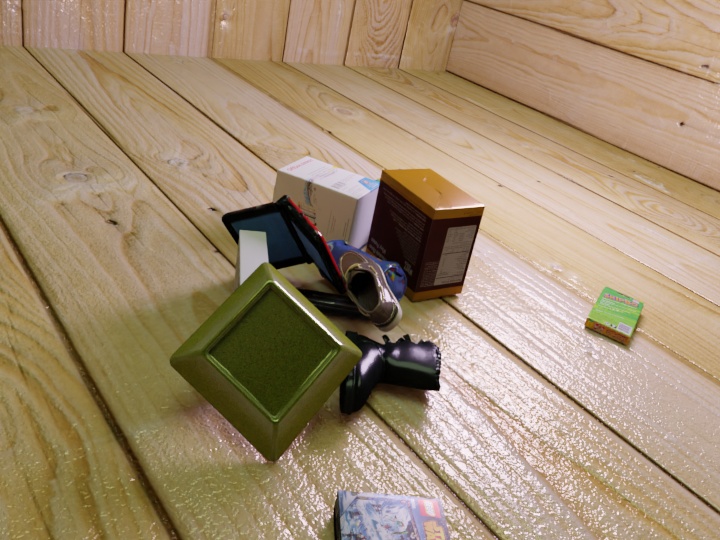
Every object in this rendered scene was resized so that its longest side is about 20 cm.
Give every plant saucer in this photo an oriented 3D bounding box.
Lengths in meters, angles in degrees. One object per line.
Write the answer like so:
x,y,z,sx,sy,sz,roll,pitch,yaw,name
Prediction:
-0.121,0.113,0.918,0.199,0.048,0.200,42,67,2,plant saucer

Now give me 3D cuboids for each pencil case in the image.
0.000,0.000,1.296,0.198,0.088,0.077,24,-2,43,pencil case

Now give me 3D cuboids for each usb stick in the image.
-0.063,0.060,1.248,0.195,0.033,0.056,9,17,-8,usb stick

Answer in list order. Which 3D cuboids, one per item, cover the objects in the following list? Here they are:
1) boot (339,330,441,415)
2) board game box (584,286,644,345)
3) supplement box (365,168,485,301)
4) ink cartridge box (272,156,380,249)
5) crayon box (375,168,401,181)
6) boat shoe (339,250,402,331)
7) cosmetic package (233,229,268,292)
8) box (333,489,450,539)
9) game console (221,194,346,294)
0.049,0.162,1.063,0.158,0.075,0.199,11,23,-4,boot
0.555,0.093,1.477,0.094,0.031,0.199,25,32,21,board game box
0.127,-0.079,1.410,0.130,0.204,0.197,-6,32,-32,supplement box
-0.078,-0.141,1.495,0.196,0.148,0.147,22,27,17,ink cartridge box
0.108,-0.206,1.802,0.117,0.059,0.199,24,29,20,crayon box
0.006,0.023,1.176,0.059,0.072,0.201,41,12,-42,boat shoe
-0.177,0.048,1.085,0.050,0.154,0.201,6,27,-13,cosmetic package
0.041,0.339,0.757,0.133,0.041,0.201,8,28,-9,box
-0.132,-0.027,1.215,0.118,0.201,0.173,-38,59,-9,game console
